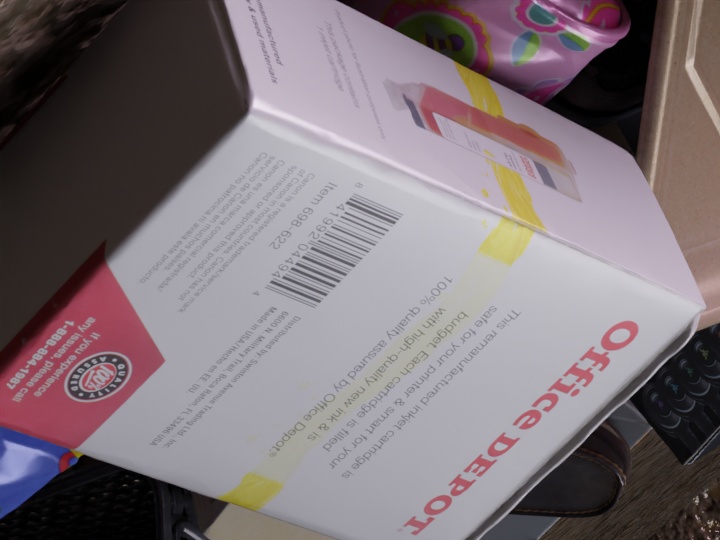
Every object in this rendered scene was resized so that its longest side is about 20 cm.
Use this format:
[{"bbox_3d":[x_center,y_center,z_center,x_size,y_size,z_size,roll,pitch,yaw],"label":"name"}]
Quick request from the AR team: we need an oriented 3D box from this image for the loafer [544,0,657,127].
[{"bbox_3d":[0.115,-0.122,1.090,0.063,0.072,0.200,-50,176,40],"label":"loafer"}]

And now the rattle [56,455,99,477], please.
[{"bbox_3d":[-0.069,0.095,1.221,0.130,0.143,0.200,-24,-177,31],"label":"rattle"}]

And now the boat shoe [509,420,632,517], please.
[{"bbox_3d":[0.026,0.092,1.355,0.074,0.199,0.075,-84,-177,-48],"label":"boat shoe"}]

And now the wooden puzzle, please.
[{"bbox_3d":[0.154,-0.092,1.043,0.185,0.037,0.201,-18,117,-46],"label":"wooden puzzle"}]

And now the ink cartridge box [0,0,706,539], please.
[{"bbox_3d":[-0.013,0.001,0.934,0.200,0.084,0.145,24,123,-38],"label":"ink cartridge box"}]

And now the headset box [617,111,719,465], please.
[{"bbox_3d":[0.151,-0.044,1.182,0.174,0.200,0.093,-30,165,-31],"label":"headset box"}]

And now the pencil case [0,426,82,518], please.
[{"bbox_3d":[-0.177,0.082,0.977,0.200,0.078,0.087,-38,139,3],"label":"pencil case"}]

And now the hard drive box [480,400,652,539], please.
[{"bbox_3d":[0.106,0.036,1.479,0.156,0.077,0.200,-49,-173,43],"label":"hard drive box"}]

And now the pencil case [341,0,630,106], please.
[{"bbox_3d":[0.001,-0.052,1.011,0.200,0.088,0.087,-45,166,26],"label":"pencil case"}]

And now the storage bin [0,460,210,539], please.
[{"bbox_3d":[-0.113,0.165,1.168,0.199,0.136,0.094,-22,153,37],"label":"storage bin"}]

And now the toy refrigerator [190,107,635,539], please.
[{"bbox_3d":[0.015,0.017,1.085,0.200,0.070,0.076,-52,-152,20],"label":"toy refrigerator"}]
